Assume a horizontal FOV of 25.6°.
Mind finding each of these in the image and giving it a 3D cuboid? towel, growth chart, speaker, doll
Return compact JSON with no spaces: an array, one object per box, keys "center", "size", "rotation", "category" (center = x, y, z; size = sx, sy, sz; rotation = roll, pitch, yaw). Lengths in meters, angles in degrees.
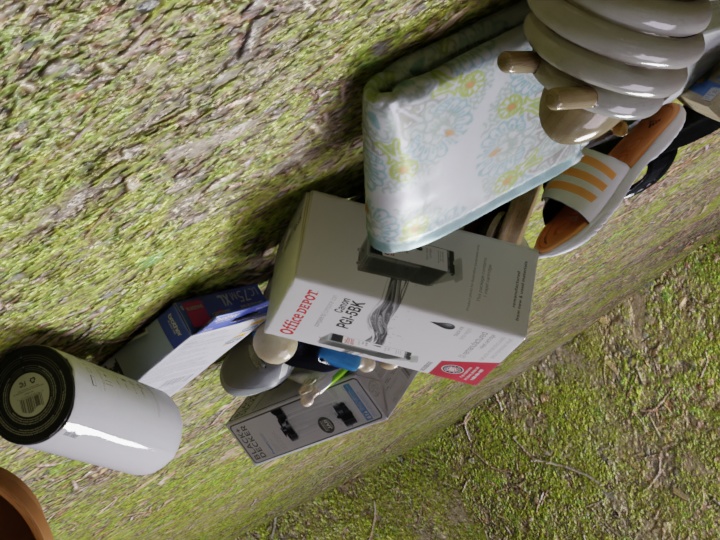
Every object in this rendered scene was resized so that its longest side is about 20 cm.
[{"center":[0.088,-0.113,1.172],"size":[0.200,0.048,0.171],"rotation":[-28,144,-18],"category":"towel"},{"center":[-0.029,0.077,1.669],"size":[0.145,0.018,0.200],"rotation":[-38,-165,-9],"category":"growth chart"},{"center":[-0.221,0.118,1.303],"size":[0.081,0.081,0.200],"rotation":[-33,159,8],"category":"speaker"},{"center":[-0.040,0.070,1.476],"size":[0.136,0.049,0.200],"rotation":[11,-177,27],"category":"doll"}]

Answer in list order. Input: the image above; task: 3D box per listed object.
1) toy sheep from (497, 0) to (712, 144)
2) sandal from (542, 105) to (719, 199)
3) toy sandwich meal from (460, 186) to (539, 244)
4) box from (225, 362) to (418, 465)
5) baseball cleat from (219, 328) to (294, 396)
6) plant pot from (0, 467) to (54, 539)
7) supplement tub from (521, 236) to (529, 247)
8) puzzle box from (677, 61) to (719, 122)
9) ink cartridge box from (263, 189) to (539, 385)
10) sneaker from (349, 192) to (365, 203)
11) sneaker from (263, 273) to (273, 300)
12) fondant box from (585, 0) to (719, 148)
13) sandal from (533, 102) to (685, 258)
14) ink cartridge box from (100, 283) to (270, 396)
[{"center":[0.170,-0.173,1.054],"size":[0.138,0.138,0.200],"rotation":[-18,139,-50],"category":"toy sheep"},{"center":[0.267,-0.103,1.509],"size":[0.200,0.048,0.075],"rotation":[-25,-158,-17],"category":"sandal"},{"center":[0.115,-0.030,1.505],"size":[0.205,0.070,0.206],"rotation":[21,90,-84],"category":"toy sandwich meal"},{"center":[-0.037,0.128,1.681],"size":[0.200,0.060,0.117],"rotation":[-24,-161,40],"category":"box"},{"center":[-0.072,0.054,1.598],"size":[0.200,0.070,0.106],"rotation":[-35,153,7],"category":"baseball cleat"},{"center":[-0.352,0.248,1.377],"size":[0.200,0.200,0.140],"rotation":[-32,-175,5],"category":"plant pot"},{"center":[0.108,0.021,1.747],"size":[0.122,0.123,0.200],"rotation":[-28,169,-18],"category":"supplement tub"},{"center":[0.351,-0.198,1.443],"size":[0.133,0.025,0.200],"rotation":[-47,-173,8],"category":"puzzle box"},{"center":[0.030,0.019,1.331],"size":[0.199,0.083,0.147],"rotation":[14,157,-8],"category":"ink cartridge box"},{"center":[0.048,-0.063,1.331],"size":[0.115,0.076,0.201],"rotation":[-32,172,-8],"category":"sneaker"},{"center":[0.000,0.000,1.458],"size":[0.200,0.085,0.074],"rotation":[-33,168,11],"category":"sneaker"},{"center":[0.255,-0.184,1.407],"size":[0.144,0.058,0.200],"rotation":[-21,164,-43],"category":"fondant box"},{"center":[0.208,-0.093,1.412],"size":[0.207,0.059,0.079],"rotation":[-48,-163,-23],"category":"sandal"},{"center":[-0.163,0.068,1.437],"size":[0.200,0.042,0.119],"rotation":[-36,168,34],"category":"ink cartridge box"}]
